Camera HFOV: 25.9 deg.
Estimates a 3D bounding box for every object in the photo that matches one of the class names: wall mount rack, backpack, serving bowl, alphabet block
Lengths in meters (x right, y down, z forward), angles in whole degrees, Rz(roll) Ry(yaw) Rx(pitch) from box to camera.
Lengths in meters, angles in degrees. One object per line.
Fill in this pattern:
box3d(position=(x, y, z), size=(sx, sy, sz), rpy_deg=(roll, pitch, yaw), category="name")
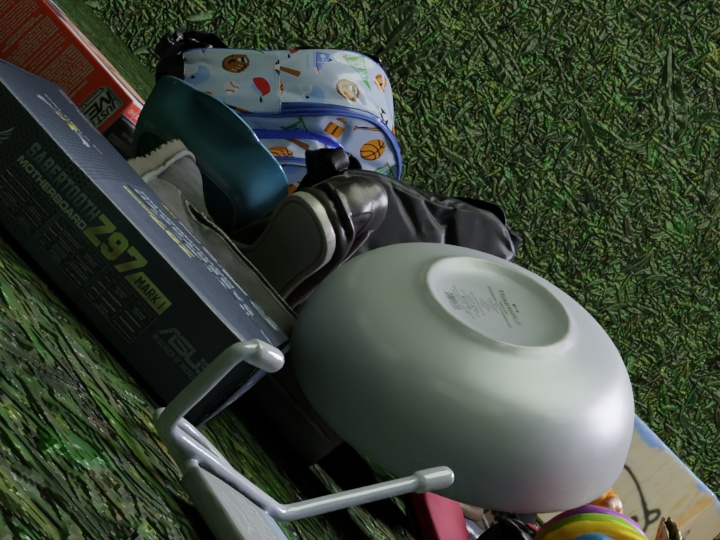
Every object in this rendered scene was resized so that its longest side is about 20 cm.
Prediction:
box3d(position=(0.008, 0.112, 0.609), size=(0.200, 0.075, 0.174), rpy_deg=(49, 3, 39), category="wall mount rack")
box3d(position=(-0.062, -0.096, 1.260), size=(0.200, 0.190, 0.154), rpy_deg=(86, -8, -61), category="backpack")
box3d(position=(0.064, 0.042, 0.862), size=(0.200, 0.066, 0.200), rpy_deg=(15, 30, -9), category="serving bowl")
box3d(position=(0.373, 0.334, 2.189), size=(0.195, 0.200, 0.196), rpy_deg=(47, 1, 30), category="alphabet block")
box3d(position=(0.000, 0.000, 1.130), size=(0.167, 0.127, 0.200), rpy_deg=(25, -16, -17), category="backpack")

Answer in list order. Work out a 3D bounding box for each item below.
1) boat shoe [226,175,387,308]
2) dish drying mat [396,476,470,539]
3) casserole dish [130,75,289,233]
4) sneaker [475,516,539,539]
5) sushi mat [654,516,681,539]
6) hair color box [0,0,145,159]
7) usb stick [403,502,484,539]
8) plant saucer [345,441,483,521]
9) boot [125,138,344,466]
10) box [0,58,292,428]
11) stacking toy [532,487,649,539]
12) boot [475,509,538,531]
box3d(position=(-0.044, -0.010, 1.005), size=(0.200, 0.057, 0.067), rpy_deg=(-32, -98, 60), category="boat shoe")
box3d(position=(0.039, 0.127, 0.881), size=(0.077, 0.018, 0.200), rpy_deg=(47, 20, -52), category="dish drying mat")
box3d(position=(-0.113, -0.056, 1.084), size=(0.121, 0.039, 0.200), rpy_deg=(40, -23, 5), category="casserole dish")
box3d(position=(0.129, 0.227, 0.943), size=(0.098, 0.071, 0.200), rpy_deg=(45, 2, -23), category="sneaker")
box3d(position=(0.175, 0.232, 0.928), size=(0.200, 0.012, 0.096), rpy_deg=(91, -3, -55), category="sushi mat")
box3d(position=(-0.231, -0.157, 1.162), size=(0.200, 0.061, 0.102), rpy_deg=(48, 1, 17), category="hair color box")
box3d(position=(0.100, 0.217, 1.107), size=(0.200, 0.033, 0.055), rpy_deg=(45, 3, -30), category="usb stick")
box3d(position=(0.006, 0.098, 1.047), size=(0.200, 0.029, 0.200), rpy_deg=(37, 1, 0), category="plant saucer")
box3d(position=(-0.071, 0.017, 0.935), size=(0.200, 0.073, 0.182), rpy_deg=(40, 15, -2), category="boot")
box3d(position=(-0.121, -0.016, 0.775), size=(0.200, 0.051, 0.158), rpy_deg=(47, 3, 2), category="box")
box3d(position=(0.125, 0.166, 0.844), size=(0.116, 0.110, 0.200), rpy_deg=(41, 19, -8), category="stacking toy")
box3d(position=(0.138, 0.156, 1.201), size=(0.200, 0.150, 0.073), rpy_deg=(59, -8, -30), category="boot")
